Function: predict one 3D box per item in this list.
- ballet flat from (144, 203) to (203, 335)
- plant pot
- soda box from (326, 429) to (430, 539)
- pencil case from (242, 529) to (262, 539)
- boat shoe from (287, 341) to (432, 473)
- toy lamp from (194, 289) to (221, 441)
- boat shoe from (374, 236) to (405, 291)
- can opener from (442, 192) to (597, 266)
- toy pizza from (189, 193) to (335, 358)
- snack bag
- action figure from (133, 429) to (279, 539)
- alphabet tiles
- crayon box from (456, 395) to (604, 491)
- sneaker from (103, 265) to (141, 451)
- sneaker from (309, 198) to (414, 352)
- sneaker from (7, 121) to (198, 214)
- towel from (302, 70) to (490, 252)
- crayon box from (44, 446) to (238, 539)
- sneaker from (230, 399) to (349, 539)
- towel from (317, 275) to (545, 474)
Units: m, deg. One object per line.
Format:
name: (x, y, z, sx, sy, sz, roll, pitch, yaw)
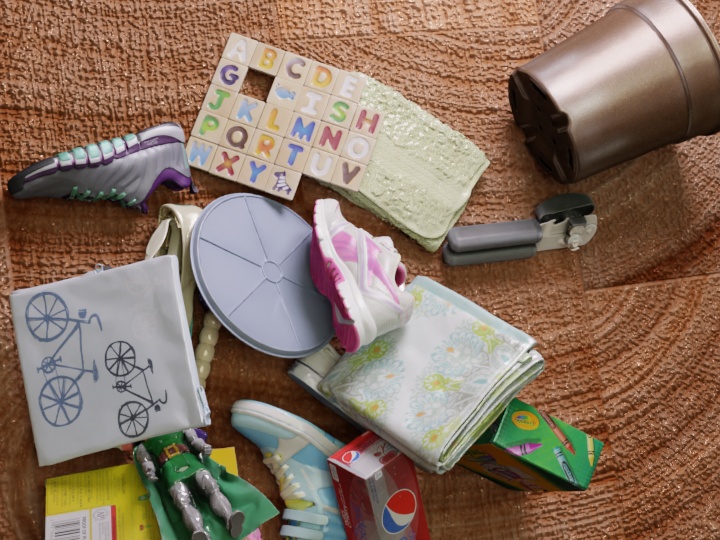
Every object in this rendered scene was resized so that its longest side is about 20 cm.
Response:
ballet flat: (-0.211, 0.019, 1.491, 0.069, 0.069, 0.200, 14, 70, -15)
plant pot: (0.294, -0.208, 1.632, 0.198, 0.200, 0.200, -28, 90, -11)
soda box: (0.027, 0.272, 1.479, 0.070, 0.063, 0.200, -32, 124, -32)
pencil case: (-0.197, 0.305, 1.445, 0.200, 0.087, 0.083, -19, 81, -16)
boat shoe: (0.017, 0.146, 1.547, 0.200, 0.071, 0.070, 37, 78, -2)
toy lamp: (-0.178, 0.120, 1.498, 0.058, 0.058, 0.200, 18, 74, -14)
boat shoe: (0.048, 0.054, 1.568, 0.069, 0.071, 0.200, -20, 87, -17)
can opener: (0.190, -0.044, 1.645, 0.200, 0.053, 0.066, -11, 51, -20)
toy pizza: (-0.105, 0.008, 1.519, 0.200, 0.032, 0.200, 23, 50, -30)
snack bag: (-0.258, 0.088, 1.419, 0.200, 0.021, 0.189, -15, 80, 14)
action figure: (-0.177, 0.203, 1.385, 0.118, 0.200, 0.055, -24, 129, -18)
alphabet tiles: (-0.081, -0.165, 1.569, 0.200, 0.008, 0.167, 19, 76, 2)
crayon box: (0.164, 0.191, 1.514, 0.119, 0.200, 0.058, 27, 75, -11)
sneaker: (-0.280, 0.093, 1.462, 0.087, 0.074, 0.200, -6, 76, 2)
sneaker: (0.000, 0.000, 1.498, 0.088, 0.081, 0.200, -11, 52, -15)
sneaker: (-0.273, -0.094, 1.492, 0.200, 0.074, 0.088, -20, 93, -20)
towel: (0.042, -0.130, 1.613, 0.200, 0.036, 0.148, 32, 73, -10)
crayon box: (-0.217, 0.254, 1.406, 0.200, 0.127, 0.051, -10, 129, -3)
sneaker: (-0.074, 0.234, 1.500, 0.200, 0.080, 0.131, 32, 73, -10)
towel: (0.072, 0.105, 1.448, 0.171, 0.200, 0.048, -44, 135, -16)
